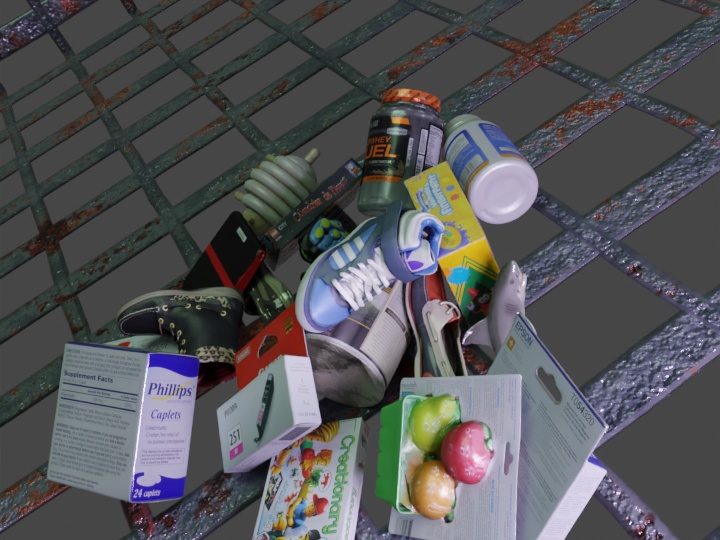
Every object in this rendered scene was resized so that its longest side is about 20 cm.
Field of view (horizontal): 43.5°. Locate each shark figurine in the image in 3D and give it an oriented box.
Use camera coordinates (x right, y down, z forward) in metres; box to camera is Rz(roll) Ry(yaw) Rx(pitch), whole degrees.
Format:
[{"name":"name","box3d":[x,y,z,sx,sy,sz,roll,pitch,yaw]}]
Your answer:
[{"name":"shark figurine","box3d":[0.175,0.103,1.126,0.089,0.128,0.215,-7,82,-2]}]

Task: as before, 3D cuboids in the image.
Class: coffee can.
[{"name":"coffee can","box3d":[0.006,0.066,1.248,0.146,0.146,0.200,1,47,35]}]

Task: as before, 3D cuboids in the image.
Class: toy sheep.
[{"name":"toy sheep","box3d":[-0.143,-0.142,1.610,0.200,0.138,0.138,-54,40,-4]}]

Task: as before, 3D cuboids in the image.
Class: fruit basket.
[{"name":"fruit basket","box3d":[0.107,0.210,1.011,0.200,0.094,0.186,-9,72,46]}]

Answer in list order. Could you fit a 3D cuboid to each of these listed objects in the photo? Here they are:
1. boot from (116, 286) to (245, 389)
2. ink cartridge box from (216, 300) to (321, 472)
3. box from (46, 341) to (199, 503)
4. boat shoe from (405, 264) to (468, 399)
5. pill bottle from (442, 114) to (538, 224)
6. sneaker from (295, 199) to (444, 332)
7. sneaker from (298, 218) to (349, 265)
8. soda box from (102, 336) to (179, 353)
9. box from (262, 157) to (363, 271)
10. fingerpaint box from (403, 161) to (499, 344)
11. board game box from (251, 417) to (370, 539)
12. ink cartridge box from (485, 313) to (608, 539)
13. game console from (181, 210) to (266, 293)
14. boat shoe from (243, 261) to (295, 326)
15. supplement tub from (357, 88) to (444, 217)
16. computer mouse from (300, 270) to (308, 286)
[{"name":"boot","box3d":[-0.270,0.104,1.356,0.200,0.073,0.151,-6,47,-4]},{"name":"ink cartridge box","box3d":[-0.130,0.153,1.188,0.200,0.044,0.174,-40,53,45]},{"name":"box","box3d":[-0.333,0.208,1.267,0.184,0.105,0.200,3,84,35]},{"name":"boat shoe","box3d":[0.105,0.078,1.185,0.063,0.071,0.200,-22,62,38]},{"name":"pill bottle","box3d":[0.195,-0.169,1.429,0.112,0.112,0.200,-26,36,4]},{"name":"sneaker","box3d":[0.021,-0.002,1.116,0.146,0.081,0.200,-2,40,52]},{"name":"sneaker","box3d":[-0.058,-0.038,1.438,0.083,0.071,0.200,-39,2,4]},{"name":"soda box","box3d":[-0.344,0.146,1.458,0.200,0.064,0.068,-13,40,20]},{"name":"box","box3d":[-0.081,-0.092,1.516,0.200,0.038,0.137,-43,-4,-17]},{"name":"fingerpaint box","box3d":[0.142,-0.028,1.253,0.073,0.167,0.200,-25,36,6]},{"name":"board game box","box3d":[-0.062,0.281,1.133,0.126,0.035,0.200,-13,40,20]},{"name":"ink cartridge box","box3d":[0.185,0.183,0.979,0.200,0.043,0.196,-65,29,24]},{"name":"game console","box3d":[-0.230,0.004,1.511,0.177,0.031,0.200,-53,31,7]},{"name":"boat shoe","box3d":[-0.167,0.033,1.465,0.073,0.075,0.200,-37,36,-10]},{"name":"supplement tub","box3d":[0.068,-0.182,1.453,0.122,0.122,0.200,4,81,37]},{"name":"computer mouse","box3d":[0.000,0.000,1.416,0.200,0.044,0.110,-28,36,3]}]
